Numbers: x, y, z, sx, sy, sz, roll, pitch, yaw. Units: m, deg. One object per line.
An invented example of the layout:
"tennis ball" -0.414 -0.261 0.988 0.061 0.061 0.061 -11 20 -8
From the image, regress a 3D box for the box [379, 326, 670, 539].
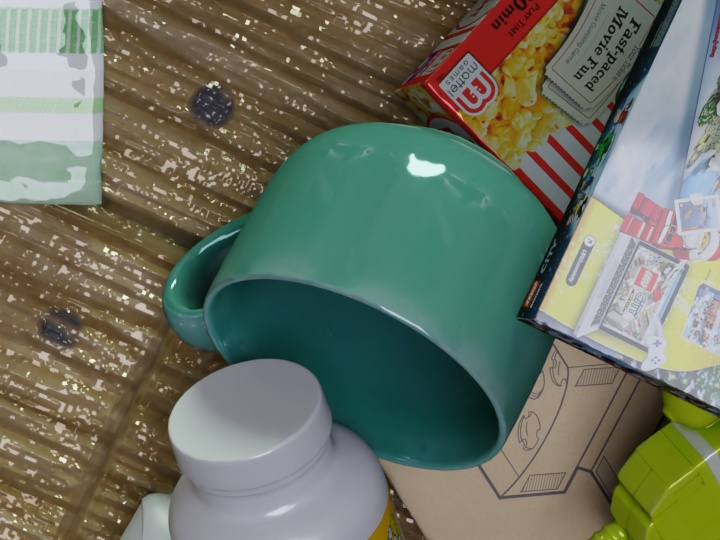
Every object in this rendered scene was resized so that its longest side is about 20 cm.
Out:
"box" 0.106 0.066 1.466 0.200 0.021 0.164 -33 101 0

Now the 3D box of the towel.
"towel" -0.196 -0.131 1.395 0.152 0.023 0.200 1 99 -8

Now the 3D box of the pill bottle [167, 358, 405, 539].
"pill bottle" -0.028 0.141 1.387 0.104 0.104 0.200 -20 124 -4

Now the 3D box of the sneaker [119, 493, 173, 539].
"sneaker" -0.143 0.194 1.430 0.099 0.078 0.200 22 95 -7

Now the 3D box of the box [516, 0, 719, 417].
"box" 0.173 -0.039 1.307 0.136 0.038 0.200 26 87 -9

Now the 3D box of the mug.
"mug" 0.005 -0.003 1.371 0.185 0.152 0.114 24 63 8

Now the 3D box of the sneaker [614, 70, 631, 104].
"sneaker" 0.213 -0.101 1.382 0.200 0.074 0.088 -35 103 -20

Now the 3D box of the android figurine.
"android figurine" 0.196 0.092 1.427 0.200 0.041 0.182 -37 140 -1

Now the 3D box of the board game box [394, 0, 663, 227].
"board game box" 0.139 -0.071 1.417 0.200 0.046 0.152 44 75 -12
